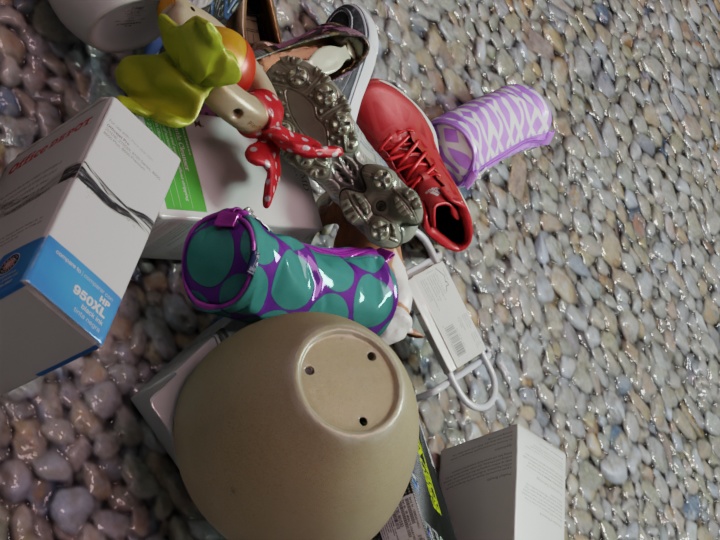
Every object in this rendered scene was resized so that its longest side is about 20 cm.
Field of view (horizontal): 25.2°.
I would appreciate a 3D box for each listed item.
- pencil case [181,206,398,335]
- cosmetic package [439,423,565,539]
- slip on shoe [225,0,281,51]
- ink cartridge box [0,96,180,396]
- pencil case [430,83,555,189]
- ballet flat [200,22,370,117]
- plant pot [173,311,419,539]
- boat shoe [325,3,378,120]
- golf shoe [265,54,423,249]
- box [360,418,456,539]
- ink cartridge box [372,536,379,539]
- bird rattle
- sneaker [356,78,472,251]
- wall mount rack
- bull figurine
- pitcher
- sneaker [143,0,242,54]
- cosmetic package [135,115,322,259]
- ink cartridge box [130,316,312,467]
[{"bbox_3d":[-0.056,0.006,1.380,0.199,0.085,0.093,16,96,-49],"label":"pencil case"},{"bbox_3d":[0.133,0.264,1.552,0.085,0.107,0.202,33,50,-36],"label":"cosmetic package"},{"bbox_3d":[-0.102,-0.203,1.570,0.076,0.060,0.202,10,63,-46],"label":"slip on shoe"},{"bbox_3d":[-0.238,-0.019,1.246,0.084,0.144,0.201,42,44,-27],"label":"ink cartridge box"},{"bbox_3d":[0.140,-0.150,1.801,0.085,0.085,0.200,34,36,18],"label":"pencil case"},{"bbox_3d":[-0.075,-0.180,1.512,0.199,0.071,0.070,-30,102,-22],"label":"ballet flat"},{"bbox_3d":[-0.033,0.112,1.260,0.198,0.135,0.203,11,59,-19],"label":"plant pot"},{"bbox_3d":[-0.036,-0.203,1.637,0.068,0.071,0.202,46,47,-41],"label":"boat shoe"},{"bbox_3d":[-0.021,-0.102,1.464,0.201,0.078,0.097,54,1,4],"label":"golf shoe"},{"bbox_3d":[0.038,0.186,1.443,0.193,0.047,0.202,51,20,-64],"label":"box"},{"bbox_3d":[-0.002,0.316,1.399,0.117,0.067,0.200,55,39,-13],"label":"ink cartridge box"},{"bbox_3d":[-0.106,-0.160,1.360,0.199,0.113,0.164,25,32,-36],"label":"bird rattle"},{"bbox_3d":[0.063,-0.107,1.657,0.201,0.078,0.116,53,0,-13],"label":"sneaker"},{"bbox_3d":[0.080,0.048,1.641,0.173,0.074,0.202,-27,91,-48],"label":"wall mount rack"},{"bbox_3d":[0.000,0.000,1.529,0.065,0.121,0.202,20,56,-40],"label":"bull figurine"},{"bbox_3d":[-0.255,-0.294,1.416,0.170,0.121,0.202,-11,67,-30],"label":"pitcher"},{"bbox_3d":[-0.168,-0.238,1.516,0.076,0.076,0.201,76,33,-56],"label":"sneaker"},{"bbox_3d":[-0.139,-0.072,1.426,0.199,0.084,0.109,0,66,-48],"label":"cosmetic package"},{"bbox_3d":[-0.115,0.115,1.377,0.116,0.066,0.200,56,39,-8],"label":"ink cartridge box"}]
